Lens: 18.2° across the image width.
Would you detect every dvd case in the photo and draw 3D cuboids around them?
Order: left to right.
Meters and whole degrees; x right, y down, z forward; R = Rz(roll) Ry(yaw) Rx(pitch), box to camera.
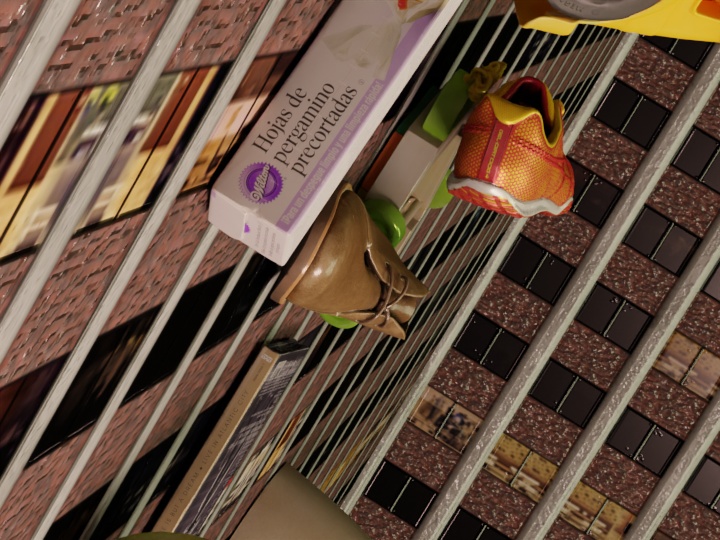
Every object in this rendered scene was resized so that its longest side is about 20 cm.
[{"bbox_3d":[-0.097,0.131,1.384,0.200,0.016,0.149,-59,176,3],"label":"dvd case"}]

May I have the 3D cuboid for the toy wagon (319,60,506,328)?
[{"bbox_3d":[0.033,-0.059,1.381,0.155,0.040,0.200,-53,171,-48],"label":"toy wagon"}]

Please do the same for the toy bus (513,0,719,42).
[{"bbox_3d":[0.176,-0.189,0.991,0.200,0.191,0.136,113,-12,-46],"label":"toy bus"}]

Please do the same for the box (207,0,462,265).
[{"bbox_3d":[0.006,-0.095,0.937,0.200,0.039,0.041,-57,174,-18],"label":"box"}]

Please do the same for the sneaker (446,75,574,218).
[{"bbox_3d":[0.100,-0.075,1.335,0.200,0.073,0.077,-37,148,-81],"label":"sneaker"}]

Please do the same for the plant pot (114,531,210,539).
[{"bbox_3d":[-0.108,0.234,1.091,0.184,0.200,0.201,-70,-174,-52],"label":"plant pot"}]

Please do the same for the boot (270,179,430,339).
[{"bbox_3d":[0.000,0.000,1.227,0.074,0.075,0.200,-57,173,3],"label":"boot"}]

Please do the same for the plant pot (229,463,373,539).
[{"bbox_3d":[-0.029,0.298,1.933,0.188,0.200,0.187,-58,175,-8],"label":"plant pot"}]
